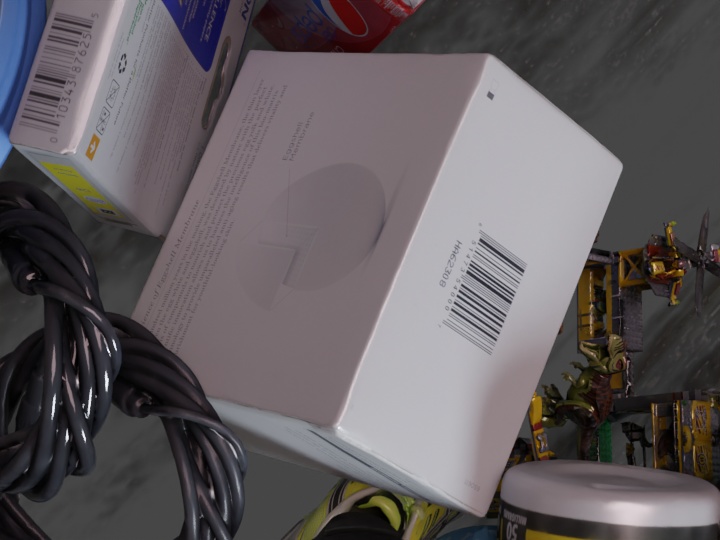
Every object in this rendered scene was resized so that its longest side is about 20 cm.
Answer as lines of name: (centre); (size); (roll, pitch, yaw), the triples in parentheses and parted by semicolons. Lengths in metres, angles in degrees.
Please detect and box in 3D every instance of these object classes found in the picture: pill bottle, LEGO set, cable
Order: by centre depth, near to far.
pill bottle: (0.116, 0.200, 0.955); (0.110, 0.111, 0.202); (4, 92, -13)
cable: (-0.184, 0.036, 0.988); (0.051, 0.199, 0.165); (12, 69, -41)
cable: (-0.131, 0.102, 1.005); (0.051, 0.199, 0.165); (0, 70, -47)
LEGO set: (0.144, 0.052, 1.081); (0.153, 0.115, 0.202); (19, 70, -40)

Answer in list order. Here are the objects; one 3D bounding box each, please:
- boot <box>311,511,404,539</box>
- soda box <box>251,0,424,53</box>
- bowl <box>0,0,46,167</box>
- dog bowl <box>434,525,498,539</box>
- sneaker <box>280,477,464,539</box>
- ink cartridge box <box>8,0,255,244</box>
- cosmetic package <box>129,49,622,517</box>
boot: (-0.012, 0.245, 0.965); (0.079, 0.158, 0.212); (16, 39, -34)
soda box: (0.002, -0.159, 1.049); (0.063, 0.200, 0.070); (44, 76, -6)
bowl: (-0.236, -0.102, 0.998); (0.039, 0.199, 0.203); (23, 75, -47)
dog bowl: (0.103, 0.212, 1.071); (0.199, 0.111, 0.050); (36, 32, -19)
sneaker: (0.030, 0.123, 1.085); (0.075, 0.076, 0.200); (41, 73, -4)
ink cartridge box: (-0.110, -0.127, 1.033); (0.047, 0.200, 0.200); (13, 78, 10)
cosmetic package: (0.000, 0.000, 1.017); (0.123, 0.199, 0.201); (33, 75, -39)
